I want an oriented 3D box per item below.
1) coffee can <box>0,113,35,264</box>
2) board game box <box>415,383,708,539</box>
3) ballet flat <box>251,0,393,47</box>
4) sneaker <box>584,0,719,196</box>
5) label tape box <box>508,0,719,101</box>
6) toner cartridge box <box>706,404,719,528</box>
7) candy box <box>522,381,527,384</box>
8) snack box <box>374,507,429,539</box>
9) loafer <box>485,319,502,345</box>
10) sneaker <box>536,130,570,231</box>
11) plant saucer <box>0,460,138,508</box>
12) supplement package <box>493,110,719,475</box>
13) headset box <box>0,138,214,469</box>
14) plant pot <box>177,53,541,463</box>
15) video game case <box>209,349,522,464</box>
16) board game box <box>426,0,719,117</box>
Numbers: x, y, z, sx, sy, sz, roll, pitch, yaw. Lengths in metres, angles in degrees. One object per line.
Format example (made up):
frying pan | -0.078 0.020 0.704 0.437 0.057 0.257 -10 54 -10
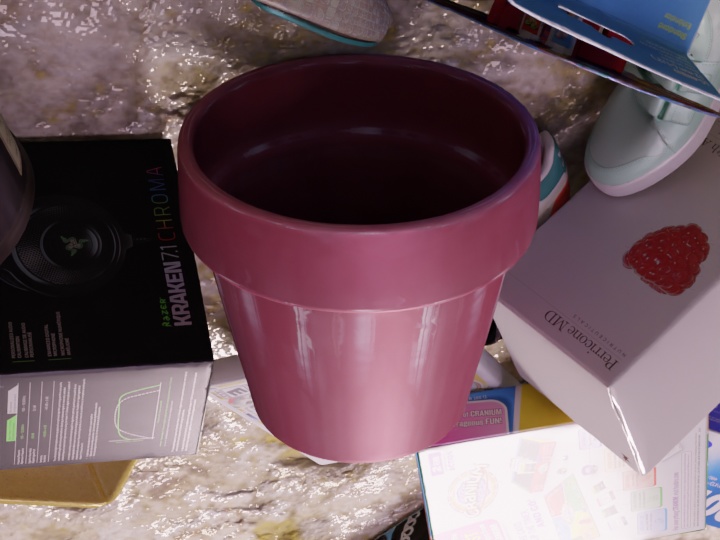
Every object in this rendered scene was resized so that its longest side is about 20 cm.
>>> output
coffee can | -0.263 -0.088 0.801 0.146 0.147 0.200 -17 141 1
board game box | 0.140 0.139 1.144 0.200 0.040 0.153 -9 135 0
ballet flat | -0.053 -0.170 0.845 0.200 0.067 0.062 14 122 -33
sneaker | 0.169 -0.135 0.954 0.118 0.074 0.201 12 123 -40
label tape box | 0.102 -0.182 0.776 0.143 0.200 0.066 17 124 -34
toner cartridge box | 0.255 0.142 1.244 0.200 0.043 0.095 19 127 -35
candy box | 0.180 0.127 1.281 0.200 0.061 0.136 -34 138 20
snack box | 0.033 0.275 1.422 0.200 0.037 0.116 -37 137 23
loafer | 0.088 0.025 1.119 0.200 0.071 0.073 -2 139 -18
sneaker | 0.040 -0.038 1.037 0.199 0.070 0.094 -14 134 -7
plant saucer | -0.232 0.079 1.087 0.200 0.049 0.200 7 136 -27
supplement package | 0.196 0.004 1.037 0.200 0.121 0.120 -43 143 -10
headset box | -0.197 0.017 0.927 0.200 0.174 0.093 -2 140 -15
plant pot | 0.000 0.000 0.923 0.200 0.200 0.179 -8 123 -11
video game case | 0.011 0.088 1.142 0.182 0.023 0.200 -13 154 20
board game box | 0.105 -0.136 0.864 0.158 0.200 0.039 11 106 -42
